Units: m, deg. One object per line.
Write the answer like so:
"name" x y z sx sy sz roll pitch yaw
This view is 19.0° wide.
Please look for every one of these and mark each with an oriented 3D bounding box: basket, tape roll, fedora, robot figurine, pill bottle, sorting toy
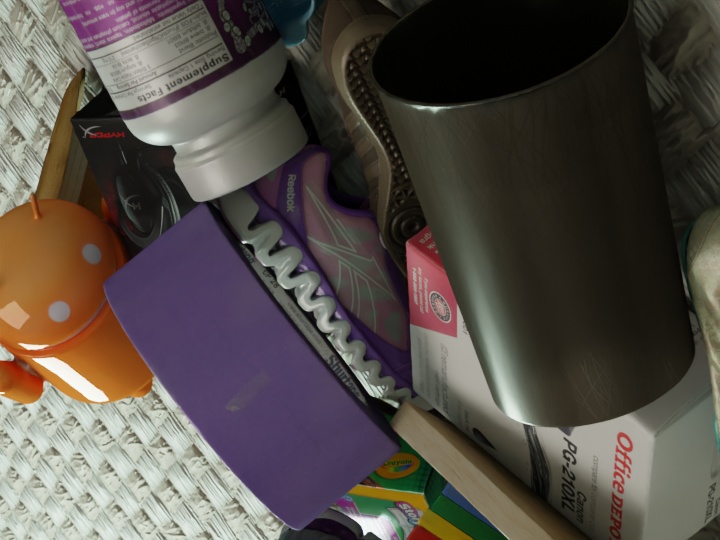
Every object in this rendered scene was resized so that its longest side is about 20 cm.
"basket" 0.096 -0.032 1.102 0.181 0.135 0.201 -88 -19 -65
"tape roll" -0.067 0.059 1.344 0.200 0.085 0.200 51 -178 -3
"fedora" -0.212 -0.058 1.671 0.081 0.202 0.201 16 155 -10
"robot figurine" -0.207 0.024 1.545 0.200 0.143 0.117 49 -160 -55
"pill bottle" -0.113 -0.148 1.310 0.112 0.112 0.201 -1 120 60
"sorting toy" 0.119 0.187 1.298 0.198 0.070 0.200 31 -173 -44

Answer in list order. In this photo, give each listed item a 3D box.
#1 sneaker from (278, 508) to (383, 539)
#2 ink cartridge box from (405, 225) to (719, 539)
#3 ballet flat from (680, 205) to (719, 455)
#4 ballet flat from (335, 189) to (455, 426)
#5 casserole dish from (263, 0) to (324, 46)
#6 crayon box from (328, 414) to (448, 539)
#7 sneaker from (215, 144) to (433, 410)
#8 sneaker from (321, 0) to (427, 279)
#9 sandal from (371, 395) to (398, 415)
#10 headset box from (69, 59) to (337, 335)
"sneaker" 0.022 0.230 1.417 0.199 0.088 0.075 19 129 22
"ink cartridge box" 0.124 0.061 1.265 0.200 0.084 0.145 39 151 30
"ballet flat" 0.217 0.058 1.128 0.062 0.067 0.201 10 130 44
"ballet flat" 0.019 0.034 1.430 0.201 0.067 0.046 60 -175 -19
"casserole dish" -0.076 -0.233 1.316 0.201 0.039 0.121 60 154 -11
"crayon box" 0.027 0.176 1.506 0.118 0.058 0.200 7 146 25
"sneaker" 0.000 0.000 1.366 0.200 0.088 0.080 49 -179 -12
"sneaker" 0.027 -0.084 1.307 0.076 0.070 0.201 -114 5 -52
"sandal" -0.024 0.110 1.547 0.199 0.055 0.082 27 168 -11
"headset box" -0.092 -0.039 1.483 0.148 0.077 0.201 2 124 35
